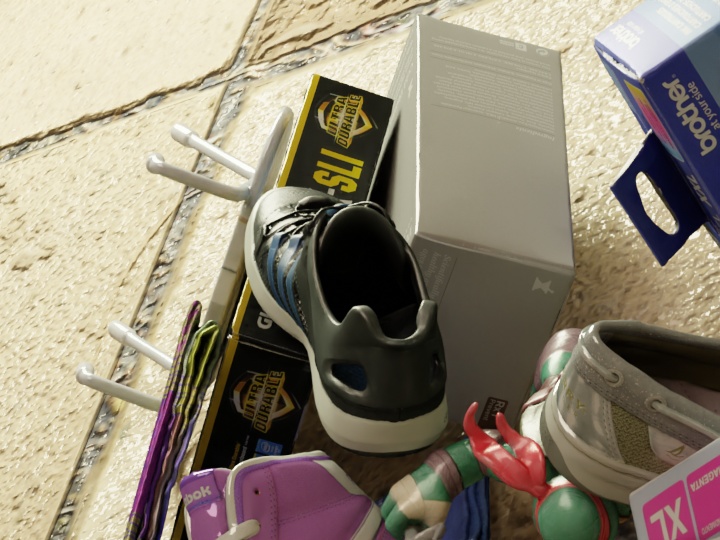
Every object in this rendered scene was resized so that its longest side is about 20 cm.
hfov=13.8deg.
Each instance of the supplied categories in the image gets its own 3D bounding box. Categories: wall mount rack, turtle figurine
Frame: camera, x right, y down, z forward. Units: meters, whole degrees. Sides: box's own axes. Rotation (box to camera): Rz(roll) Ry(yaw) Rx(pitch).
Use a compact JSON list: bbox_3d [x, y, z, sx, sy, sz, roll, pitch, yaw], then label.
[{"bbox_3d":[-0.094,-0.002,1.555,0.174,0.074,0.201,-57,-14,-82],"label":"wall mount rack"},{"bbox_3d":[0.097,0.089,1.234,0.101,0.149,0.200,-67,-7,29],"label":"turtle figurine"}]

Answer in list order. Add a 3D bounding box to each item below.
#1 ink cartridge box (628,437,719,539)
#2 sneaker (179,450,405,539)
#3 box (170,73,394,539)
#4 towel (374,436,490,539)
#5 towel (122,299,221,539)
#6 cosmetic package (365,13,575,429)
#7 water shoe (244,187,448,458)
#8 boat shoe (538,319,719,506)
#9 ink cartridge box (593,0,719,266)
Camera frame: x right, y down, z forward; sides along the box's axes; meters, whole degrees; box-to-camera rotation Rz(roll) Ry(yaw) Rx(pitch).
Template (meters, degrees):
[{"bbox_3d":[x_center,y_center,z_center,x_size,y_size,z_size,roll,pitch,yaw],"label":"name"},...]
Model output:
[{"bbox_3d":[0.164,0.147,1.058,0.119,0.042,0.201,-38,54,41],"label":"ink cartridge box"},{"bbox_3d":[-0.058,0.146,1.200,0.073,0.115,0.200,-33,5,43],"label":"sneaker"},{"bbox_3d":[-0.038,0.026,1.457,0.201,0.049,0.160,-74,3,-47],"label":"box"},{"bbox_3d":[-0.025,0.151,1.354,0.199,0.024,0.145,-32,16,13],"label":"towel"},{"bbox_3d":[-0.100,0.128,1.368,0.144,0.023,0.201,111,174,-68],"label":"towel"},{"bbox_3d":[0.051,-0.025,1.457,0.200,0.090,0.107,-84,11,-57],"label":"cosmetic package"},{"bbox_3d":[0.000,0.000,1.295,0.071,0.079,0.200,-4,32,-17],"label":"water shoe"},{"bbox_3d":[0.173,0.062,1.168,0.201,0.065,0.075,11,45,-8],"label":"boat shoe"},{"bbox_3d":[0.202,-0.084,1.372,0.199,0.137,0.076,-35,23,1],"label":"ink cartridge box"}]
